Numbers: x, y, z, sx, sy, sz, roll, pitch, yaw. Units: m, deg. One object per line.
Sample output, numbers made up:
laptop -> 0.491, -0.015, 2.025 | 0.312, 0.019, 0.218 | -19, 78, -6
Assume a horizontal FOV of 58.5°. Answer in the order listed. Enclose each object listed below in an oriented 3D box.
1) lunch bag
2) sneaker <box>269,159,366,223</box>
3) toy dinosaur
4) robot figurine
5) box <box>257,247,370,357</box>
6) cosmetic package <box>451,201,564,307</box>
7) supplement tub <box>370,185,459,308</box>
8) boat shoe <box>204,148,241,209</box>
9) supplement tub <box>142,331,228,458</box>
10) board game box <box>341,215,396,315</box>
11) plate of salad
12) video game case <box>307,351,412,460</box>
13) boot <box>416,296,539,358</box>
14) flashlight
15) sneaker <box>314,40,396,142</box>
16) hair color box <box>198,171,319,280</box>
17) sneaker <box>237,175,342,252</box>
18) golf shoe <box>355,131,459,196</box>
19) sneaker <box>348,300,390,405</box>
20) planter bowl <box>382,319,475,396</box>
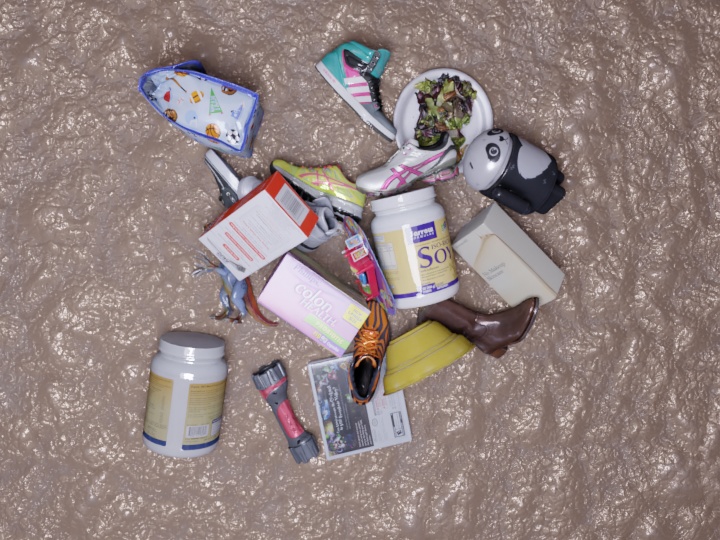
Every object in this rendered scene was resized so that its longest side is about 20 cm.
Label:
lunch bag -> -0.277, -0.287, 1.131 | 0.196, 0.170, 0.126 | 18, 92, -6
sneaker -> -0.076, -0.167, 1.215 | 0.197, 0.078, 0.092 | 26, 74, -8
toy dinosaur -> -0.252, 0.005, 1.233 | 0.197, 0.104, 0.186 | 11, 84, -40
robot figurine -> 0.287, -0.183, 1.200 | 0.197, 0.150, 0.127 | 24, 101, -15
box -> -0.085, 0.049, 1.169 | 0.174, 0.200, 0.098 | 35, 93, -8
cosmetic package -> 0.282, -0.020, 1.230 | 0.200, 0.103, 0.073 | 42, 51, -7
supplement tub -> 0.098, -0.044, 1.200 | 0.142, 0.145, 0.204 | -14, 98, -3
boat shoe -> -0.232, -0.134, 1.204 | 0.056, 0.069, 0.201 | -37, 100, 1
supplement tub -> -0.324, 0.227, 1.197 | 0.141, 0.144, 0.205 | 9, 96, -5
board game box -> 0.000, 0.000, 1.188 | 0.038, 0.158, 0.203 | -26, 98, -11
plate of salad -> 0.160, -0.283, 1.228 | 0.195, 0.048, 0.205 | 0, 96, -4
video game case -> -0.001, 0.263, 1.289 | 0.178, 0.023, 0.204 | -12, 98, -4
boot -> 0.216, 0.080, 1.228 | 0.197, 0.065, 0.188 | 25, 132, -5
flashlight -> -0.141, 0.278, 1.256 | 0.067, 0.068, 0.203 | -26, 96, 4
sneaker -> 0.023, -0.348, 1.196 | 0.121, 0.084, 0.200 | -44, 97, 11
hair color box -> -0.180, -0.073, 1.124 | 0.198, 0.064, 0.111 | -28, 114, 37
sneaker -> -0.122, -0.112, 1.163 | 0.199, 0.114, 0.076 | 38, 56, -29
golf shoe -> 0.081, -0.196, 1.183 | 0.196, 0.073, 0.094 | -16, 112, -5
sneaker -> 0.019, 0.149, 1.212 | 0.076, 0.112, 0.205 | 4, 76, 1
planter bowl -> 0.110, 0.149, 1.203 | 0.198, 0.200, 0.085 | -28, 84, -1
